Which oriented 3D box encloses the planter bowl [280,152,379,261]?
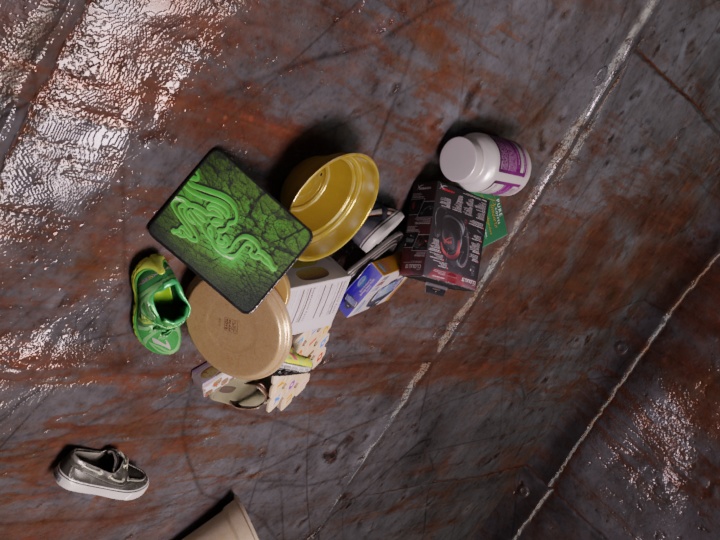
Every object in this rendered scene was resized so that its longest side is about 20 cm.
[{"bbox_3d":[-0.069,-0.122,1.440,0.199,0.083,0.202,-33,146,-26],"label":"planter bowl"}]

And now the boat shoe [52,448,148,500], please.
[{"bbox_3d":[-0.423,0.341,1.507,0.064,0.071,0.199,-51,148,8],"label":"boat shoe"}]

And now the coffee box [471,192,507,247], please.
[{"bbox_3d":[0.211,-0.097,1.812,0.198,0.044,0.125,-27,108,-34],"label":"coffee box"}]

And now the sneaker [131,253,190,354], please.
[{"bbox_3d":[-0.302,0.068,1.350,0.074,0.083,0.202,-31,145,-27],"label":"sneaker"}]

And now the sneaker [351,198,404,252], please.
[{"bbox_3d":[0.022,-0.092,1.608,0.079,0.079,0.200,-49,175,16],"label":"sneaker"}]

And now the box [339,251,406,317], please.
[{"bbox_3d":[0.033,0.025,1.712,0.119,0.042,0.199,-49,167,27],"label":"box"}]

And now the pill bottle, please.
[{"bbox_3d":[0.239,-0.206,1.717,0.199,0.112,0.113,1,124,-52],"label":"pill bottle"}]

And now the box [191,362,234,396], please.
[{"bbox_3d":[-0.212,0.156,1.606,0.198,0.041,0.039,-30,145,-28],"label":"box"}]

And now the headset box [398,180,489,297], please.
[{"bbox_3d":[0.159,-0.053,1.697,0.147,0.074,0.204,14,83,-38],"label":"headset box"}]

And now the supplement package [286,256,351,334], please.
[{"bbox_3d":[-0.132,0.034,1.503,0.198,0.114,0.111,-12,134,-48],"label":"supplement package"}]

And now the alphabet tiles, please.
[{"bbox_3d":[-0.120,0.179,1.719,0.195,0.014,0.202,-43,155,-44],"label":"alphabet tiles"}]

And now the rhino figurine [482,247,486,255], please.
[{"bbox_3d":[0.208,-0.059,1.890,0.198,0.060,0.088,2,120,-51],"label":"rhino figurine"}]

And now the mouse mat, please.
[{"bbox_3d":[-0.187,-0.055,1.300,0.161,0.199,0.008,-49,-168,0],"label":"mouse mat"}]

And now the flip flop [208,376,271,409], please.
[{"bbox_3d":[-0.209,0.231,1.673,0.082,0.057,0.199,-54,150,9],"label":"flip flop"}]

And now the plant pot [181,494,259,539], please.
[{"bbox_3d":[-0.301,0.605,1.866,0.181,0.201,0.202,-23,143,-16],"label":"plant pot"}]

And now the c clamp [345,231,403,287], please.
[{"bbox_3d":[0.000,0.000,1.689,0.199,0.027,0.171,-38,167,-14],"label":"c clamp"}]

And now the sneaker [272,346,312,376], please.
[{"bbox_3d":[-0.163,0.132,1.564,0.198,0.078,0.092,20,67,-38],"label":"sneaker"}]

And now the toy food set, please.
[{"bbox_3d":[-0.192,0.075,1.386,0.049,0.195,0.203,-43,129,-60],"label":"toy food set"}]
